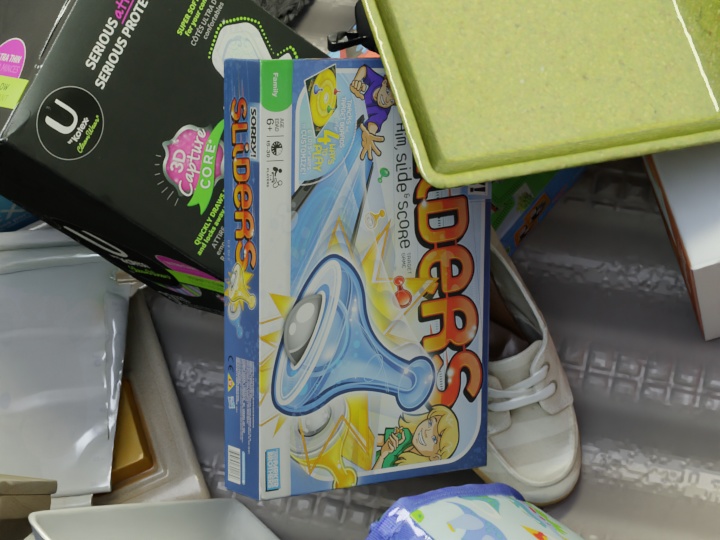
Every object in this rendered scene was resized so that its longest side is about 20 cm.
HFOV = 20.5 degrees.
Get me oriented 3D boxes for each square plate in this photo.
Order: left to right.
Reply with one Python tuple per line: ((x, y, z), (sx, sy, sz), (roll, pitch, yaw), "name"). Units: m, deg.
((-0.047, 0.184, 0.945), (0.198, 0.200, 0.029), (43, 104, 22), "square plate")

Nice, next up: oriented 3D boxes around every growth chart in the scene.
((-0.184, 0.064, 1.070), (0.144, 0.018, 0.202), (2, 70, 17), "growth chart")

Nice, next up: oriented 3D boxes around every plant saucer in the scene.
((0.086, -0.129, 0.929), (0.198, 0.048, 0.201), (-10, 68, -19), "plant saucer")

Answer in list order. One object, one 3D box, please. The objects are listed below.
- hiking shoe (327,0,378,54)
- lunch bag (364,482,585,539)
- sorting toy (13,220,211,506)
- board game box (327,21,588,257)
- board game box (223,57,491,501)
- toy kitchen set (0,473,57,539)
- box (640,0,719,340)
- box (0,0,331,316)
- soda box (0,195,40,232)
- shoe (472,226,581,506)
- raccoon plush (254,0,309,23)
((0.037, -0.196, 1.087), (0.100, 0.076, 0.201), (11, 55, -1), "hiking shoe")
((0.085, 0.186, 0.908), (0.170, 0.200, 0.128), (41, 84, 20), "lunch bag")
((-0.194, 0.080, 1.094), (0.184, 0.036, 0.201), (-24, 69, 4), "sorting toy")
((0.009, -0.038, 1.087), (0.151, 0.037, 0.200), (39, 85, 21), "board game box")
((0.000, 0.000, 0.942), (0.034, 0.135, 0.202), (10, 103, 54), "board game box")
((-0.234, 0.180, 0.938), (0.162, 0.200, 0.182), (3, 84, 15), "toy kitchen set")
((0.186, -0.085, 1.015), (0.097, 0.124, 0.201), (-19, 69, 6), "box")
((-0.101, -0.071, 0.974), (0.148, 0.200, 0.125), (12, 71, 54), "box")
((-0.222, -0.052, 1.127), (0.199, 0.068, 0.064), (-26, 69, 4), "soda box")
((0.056, 0.029, 1.016), (0.070, 0.053, 0.201), (-26, 89, -5), "shoe")
((-0.109, -0.175, 1.134), (0.133, 0.097, 0.201), (25, 79, 27), "raccoon plush")
